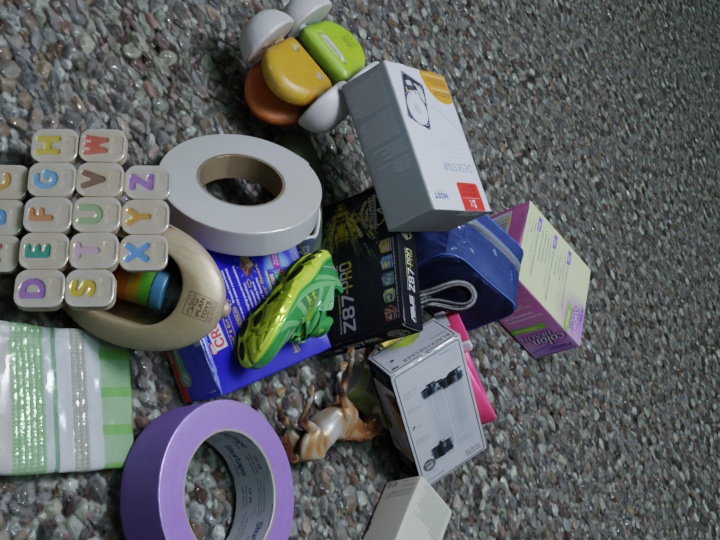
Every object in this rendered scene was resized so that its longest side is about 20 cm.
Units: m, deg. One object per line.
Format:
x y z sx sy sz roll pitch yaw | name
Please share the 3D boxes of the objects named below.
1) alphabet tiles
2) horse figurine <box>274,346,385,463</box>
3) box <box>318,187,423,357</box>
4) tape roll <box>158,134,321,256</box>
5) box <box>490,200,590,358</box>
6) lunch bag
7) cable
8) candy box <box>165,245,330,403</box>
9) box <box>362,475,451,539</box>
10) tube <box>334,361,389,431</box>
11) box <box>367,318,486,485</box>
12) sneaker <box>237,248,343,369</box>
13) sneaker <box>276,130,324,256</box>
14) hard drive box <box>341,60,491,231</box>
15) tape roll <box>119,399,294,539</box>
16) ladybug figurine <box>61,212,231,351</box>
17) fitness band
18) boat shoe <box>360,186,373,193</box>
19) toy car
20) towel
-0.292 -0.055 0.955 0.193 0.015 0.202 0 68 -5 | alphabet tiles
-0.047 0.186 1.173 0.199 0.050 0.134 -28 125 -45 | horse figurine
0.000 0.000 1.246 0.049 0.160 0.202 20 60 -48 | box
-0.145 -0.095 1.128 0.201 0.037 0.204 9 39 -7 | tape roll
0.299 0.017 1.632 0.200 0.096 0.177 43 46 -27 | box
0.150 -0.019 1.447 0.200 0.135 0.133 39 47 -29 | lunch bag
0.070 0.048 1.350 0.199 0.050 0.098 -22 78 -29 | cable
-0.147 0.047 1.125 0.199 0.077 0.171 -18 89 -52 | candy box
0.045 0.369 1.208 0.082 0.068 0.201 52 43 -20 | box
0.048 0.195 1.303 0.200 0.058 0.052 36 42 -32 | tube
0.092 0.179 1.260 0.116 0.060 0.201 -30 123 -20 | box
-0.071 0.051 1.093 0.084 0.074 0.200 53 41 -15 | sneaker
-0.080 -0.106 1.245 0.066 0.090 0.202 -4 71 -3 | sneaker
0.074 -0.156 1.220 0.155 0.076 0.202 -5 74 -56 | hard drive box
-0.161 0.245 1.016 0.199 0.065 0.202 22 60 -47 | tape roll
-0.230 0.013 0.994 0.198 0.072 0.137 21 89 3 | ladybug figurine
0.155 0.139 1.381 0.200 0.037 0.145 -103 171 -64 | fitness band
0.054 -0.116 1.440 0.199 0.072 0.069 2 68 -58 | boat shoe
-0.080 -0.265 1.285 0.175 0.150 0.200 49 45 -1 | toy car
-0.317 0.129 0.938 0.199 0.031 0.151 11 67 -48 | towel
